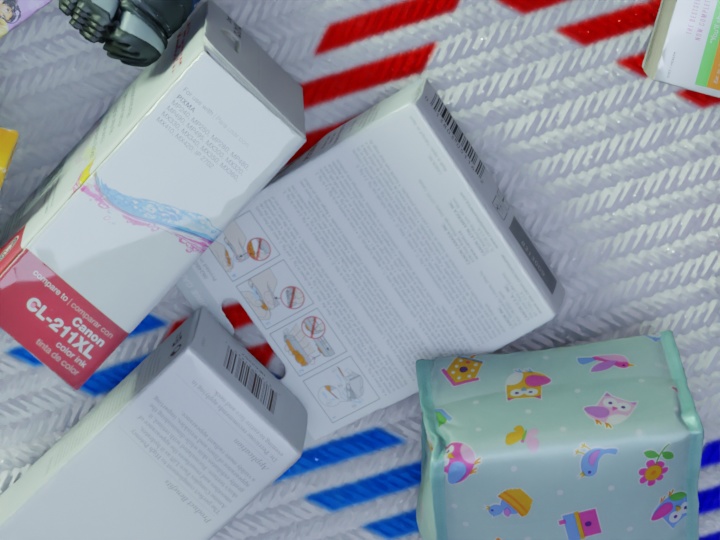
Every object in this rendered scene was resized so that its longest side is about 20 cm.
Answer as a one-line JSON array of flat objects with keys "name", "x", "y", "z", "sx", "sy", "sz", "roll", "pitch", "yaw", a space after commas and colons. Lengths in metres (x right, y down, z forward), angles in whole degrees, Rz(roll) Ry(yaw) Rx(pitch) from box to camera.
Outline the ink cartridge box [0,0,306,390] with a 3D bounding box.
[{"name": "ink cartridge box", "x": -0.125, "y": -0.047, "z": 1.489, "sx": 0.083, "sy": 0.146, "sz": 0.200, "roll": 41, "pitch": 101, "yaw": -12}]

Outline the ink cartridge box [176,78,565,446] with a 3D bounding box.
[{"name": "ink cartridge box", "x": 0.000, "y": 0.000, "z": 1.567, "sx": 0.199, "sy": 0.047, "sz": 0.160, "roll": -29, "pitch": 105, "yaw": 23}]

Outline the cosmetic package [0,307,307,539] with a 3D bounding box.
[{"name": "cosmetic package", "x": -0.135, "y": 0.130, "z": 1.570, "sx": 0.200, "sy": 0.074, "sz": 0.102, "roll": -41, "pitch": 103, "yaw": 15}]

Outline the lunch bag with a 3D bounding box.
[{"name": "lunch bag", "x": 0.119, "y": 0.151, "z": 1.562, "sx": 0.169, "sy": 0.122, "sz": 0.201, "roll": -5, "pitch": 126, "yaw": -4}]

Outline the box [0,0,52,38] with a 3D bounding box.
[{"name": "box", "x": -0.210, "y": -0.221, "z": 1.495, "sx": 0.200, "sy": 0.039, "sz": 0.137, "roll": -35, "pitch": 104, "yaw": 8}]

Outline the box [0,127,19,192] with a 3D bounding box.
[{"name": "box", "x": -0.283, "y": -0.018, "z": 1.509, "sx": 0.119, "sy": 0.042, "sz": 0.200, "roll": 19, "pitch": 129, "yaw": -7}]

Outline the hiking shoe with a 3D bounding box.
[{"name": "hiking shoe", "x": -0.168, "y": -0.208, "z": 1.454, "sx": 0.200, "sy": 0.074, "sz": 0.087, "roll": 45, "pitch": 75, "yaw": -12}]

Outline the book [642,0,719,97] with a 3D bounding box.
[{"name": "book", "x": 0.282, "y": -0.154, "z": 1.522, "sx": 0.199, "sy": 0.048, "sz": 0.134, "roll": 15, "pitch": 102, "yaw": -6}]
